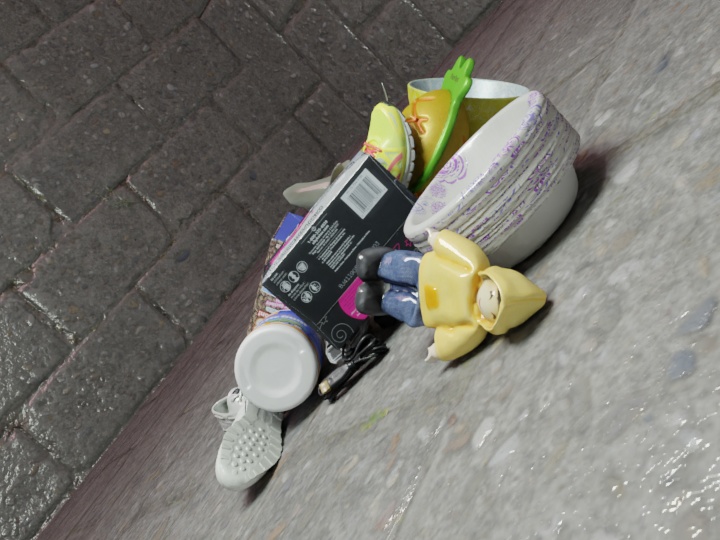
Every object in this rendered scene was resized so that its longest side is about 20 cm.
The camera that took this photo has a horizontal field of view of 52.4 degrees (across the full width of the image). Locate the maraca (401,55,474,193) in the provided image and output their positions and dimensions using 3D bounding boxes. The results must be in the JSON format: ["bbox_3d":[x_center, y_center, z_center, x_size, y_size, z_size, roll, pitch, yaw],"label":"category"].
[{"bbox_3d":[0.106,-0.201,1.024,0.203,0.105,0.138,-65,18,15],"label":"maraca"}]

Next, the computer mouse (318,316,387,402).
[{"bbox_3d":[-0.011,0.090,0.965,0.110,0.044,0.201,-49,15,17],"label":"computer mouse"}]

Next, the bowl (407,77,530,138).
[{"bbox_3d":[0.169,-0.240,1.173,0.201,0.194,0.110,-72,-15,-66],"label":"bowl"}]

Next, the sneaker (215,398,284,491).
[{"bbox_3d":[-0.148,0.234,0.952,0.081,0.076,0.200,-55,4,16],"label":"sneaker"}]

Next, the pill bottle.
[{"bbox_3d":[-0.105,0.116,1.022,0.112,0.112,0.200,-46,3,4],"label":"pill bottle"}]

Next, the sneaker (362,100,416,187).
[{"bbox_3d":[0.016,-0.124,0.983,0.088,0.205,0.078,-8,25,-31],"label":"sneaker"}]

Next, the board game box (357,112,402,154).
[{"bbox_3d":[0.019,-0.197,1.212,0.096,0.030,0.201,-54,0,39],"label":"board game box"}]

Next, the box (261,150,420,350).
[{"bbox_3d":[-0.015,-0.031,0.913,0.201,0.132,0.115,-49,11,4],"label":"box"}]

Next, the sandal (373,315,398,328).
[{"bbox_3d":[0.077,0.002,0.898,0.200,0.048,0.076,-41,13,32],"label":"sandal"}]

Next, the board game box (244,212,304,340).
[{"bbox_3d":[-0.115,0.030,1.220,0.160,0.095,0.204,-80,7,-71],"label":"board game box"}]

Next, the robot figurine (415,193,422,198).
[{"bbox_3d":[0.104,-0.152,1.313,0.145,0.058,0.201,-41,13,29],"label":"robot figurine"}]

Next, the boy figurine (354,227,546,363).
[{"bbox_3d":[0.079,0.027,0.675,0.198,0.063,0.128,11,99,49],"label":"boy figurine"}]

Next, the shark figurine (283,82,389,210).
[{"bbox_3d":[-0.009,-0.151,1.043,0.214,0.128,0.090,-43,-26,1],"label":"shark figurine"}]

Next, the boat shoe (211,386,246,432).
[{"bbox_3d":[-0.177,0.209,1.124,0.199,0.065,0.074,-36,15,47],"label":"boat shoe"}]

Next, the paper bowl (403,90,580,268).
[{"bbox_3d":[0.145,-0.078,0.765,0.201,0.104,0.201,-45,12,12],"label":"paper bowl"}]
